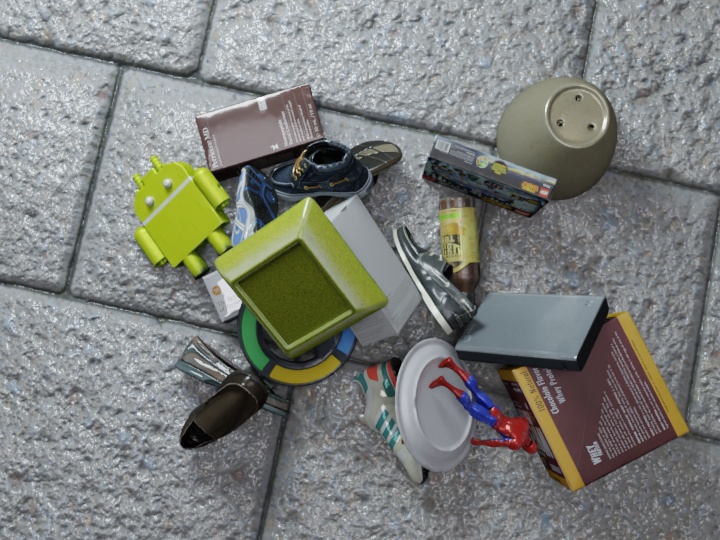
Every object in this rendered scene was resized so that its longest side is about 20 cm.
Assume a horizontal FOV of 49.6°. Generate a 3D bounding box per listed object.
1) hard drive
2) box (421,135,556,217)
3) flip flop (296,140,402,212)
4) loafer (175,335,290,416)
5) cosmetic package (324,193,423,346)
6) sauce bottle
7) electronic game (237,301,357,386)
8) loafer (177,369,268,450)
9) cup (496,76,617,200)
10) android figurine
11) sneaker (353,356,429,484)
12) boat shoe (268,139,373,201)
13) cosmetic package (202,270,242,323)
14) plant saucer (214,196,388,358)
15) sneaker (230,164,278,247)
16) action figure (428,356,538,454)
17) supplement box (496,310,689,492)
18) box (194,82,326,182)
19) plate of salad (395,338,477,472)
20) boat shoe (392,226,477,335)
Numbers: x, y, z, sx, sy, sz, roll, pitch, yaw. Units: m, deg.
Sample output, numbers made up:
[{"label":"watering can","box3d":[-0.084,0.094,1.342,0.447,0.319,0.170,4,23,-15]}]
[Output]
[{"label":"hard drive","box3d":[0.258,0.089,1.180,0.140,0.198,0.033,-51,128,-38]},{"label":"box","box3d":[0.199,-0.146,1.241,0.197,0.137,0.040,21,84,3]},{"label":"flip flop","box3d":[-0.016,-0.141,1.279,0.199,0.058,0.081,-40,45,-1]},{"label":"loafer","box3d":[-0.197,0.168,1.245,0.197,0.072,0.064,23,79,5]},{"label":"cosmetic package","box3d":[0.000,0.000,1.204,0.084,0.108,0.201,-24,104,40]},{"label":"sauce bottle","box3d":[0.163,-0.018,1.263,0.064,0.065,0.204,-4,85,0]},{"label":"electronic game","box3d":[-0.097,0.087,1.236,0.196,0.042,0.204,-3,103,-12]},{"label":"loafer","box3d":[-0.211,0.224,1.187,0.073,0.072,0.200,42,126,-7]},{"label":"cup","box3d":[0.327,-0.227,1.246,0.197,0.143,0.204,0,84,1]},{"label":"android figurine","box3d":[-0.293,-0.091,1.263,0.181,0.041,0.201,-37,87,20]},{"label":"sneaker","box3d":[0.049,0.245,1.244,0.092,0.070,0.203,-18,89,21]},{"label":"boat shoe","box3d":[-0.080,-0.163,1.230,0.197,0.091,0.072,3,62,31]},{"label":"cosmetic package","box3d":[-0.150,0.006,1.269,0.198,0.051,0.083,-27,84,-3]},{"label":"plant saucer","box3d":[-0.093,0.028,1.138,0.198,0.048,0.201,-30,107,25]},{"label":"sneaker","box3d":[-0.175,-0.077,1.226,0.076,0.075,0.203,-28,54,32]},{"label":"action figure","box3d":[0.183,0.226,1.201,0.199,0.099,0.066,38,53,-6]},{"label":"supplement box","box3d":[0.352,0.198,1.206,0.198,0.133,0.200,-26,85,-3]},{"label":"box","box3d":[-0.162,-0.227,1.283,0.197,0.075,0.102,-18,84,0]},{"label":"plate of salad","box3d":[0.114,0.208,1.206,0.198,0.048,0.204,14,71,-43]},{"label":"boat shoe","box3d":[0.115,0.005,1.237,0.067,0.072,0.201,-35,60,9]}]
